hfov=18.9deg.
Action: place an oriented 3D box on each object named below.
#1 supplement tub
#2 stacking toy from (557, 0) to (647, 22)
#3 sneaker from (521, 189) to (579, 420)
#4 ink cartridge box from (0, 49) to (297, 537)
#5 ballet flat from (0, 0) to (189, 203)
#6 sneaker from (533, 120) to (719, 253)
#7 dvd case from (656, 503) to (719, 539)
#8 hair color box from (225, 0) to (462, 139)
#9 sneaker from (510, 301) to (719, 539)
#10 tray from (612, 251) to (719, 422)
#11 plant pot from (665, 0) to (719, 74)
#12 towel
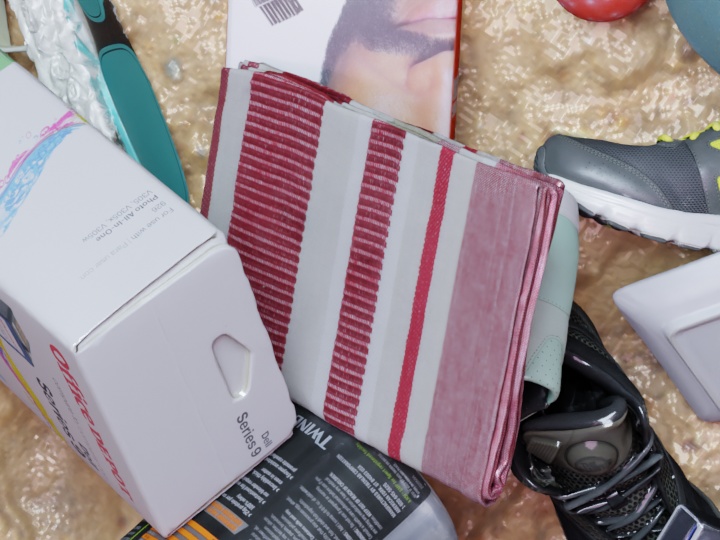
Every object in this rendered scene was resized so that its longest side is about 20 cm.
[{"bbox_3d":[-0.060,0.159,0.991,0.200,0.123,0.123,-41,94,-20],"label":"supplement tub"},{"bbox_3d":[0.100,-0.214,1.005,0.085,0.085,0.200,-14,103,7],"label":"stacking toy"},{"bbox_3d":[0.005,0.032,1.003,0.200,0.074,0.118,-13,58,30],"label":"sneaker"},{"bbox_3d":[-0.131,0.002,0.965,0.087,0.145,0.200,-40,53,-18],"label":"ink cartridge box"},{"bbox_3d":[-0.144,-0.106,1.047,0.072,0.072,0.200,-20,90,7],"label":"ballet flat"},{"bbox_3d":[0.182,-0.049,1.028,0.200,0.074,0.085,10,93,-6],"label":"sneaker"},{"bbox_3d":[0.158,0.220,1.048,0.150,0.025,0.200,24,102,-34],"label":"dvd case"},{"bbox_3d":[-0.006,-0.133,1.029,0.111,0.064,0.200,3,100,4],"label":"hair color box"},{"bbox_3d":[0.120,0.107,1.030,0.076,0.114,0.200,-28,97,10],"label":"sneaker"},{"bbox_3d":[0.228,0.016,0.999,0.200,0.022,0.107,-22,129,24],"label":"tray"},{"bbox_3d":[0.210,-0.150,0.960,0.200,0.200,0.135,41,133,-2],"label":"plant pot"},{"bbox_3d":[0.000,0.000,0.953,0.200,0.023,0.144,26,113,40],"label":"towel"}]
